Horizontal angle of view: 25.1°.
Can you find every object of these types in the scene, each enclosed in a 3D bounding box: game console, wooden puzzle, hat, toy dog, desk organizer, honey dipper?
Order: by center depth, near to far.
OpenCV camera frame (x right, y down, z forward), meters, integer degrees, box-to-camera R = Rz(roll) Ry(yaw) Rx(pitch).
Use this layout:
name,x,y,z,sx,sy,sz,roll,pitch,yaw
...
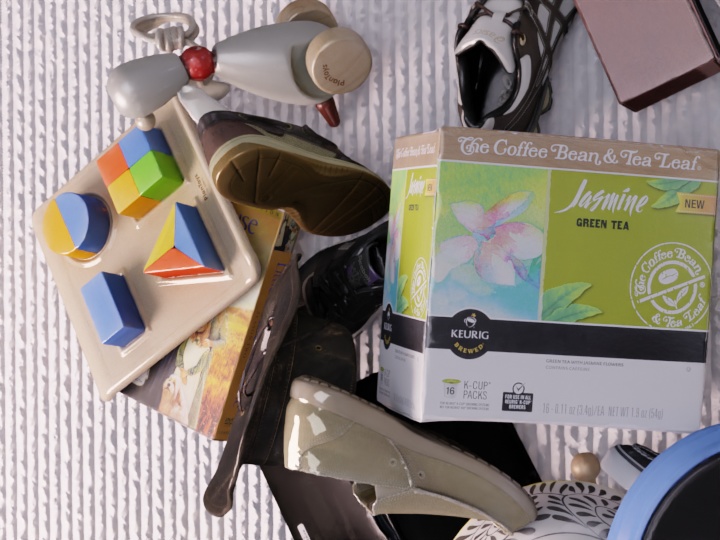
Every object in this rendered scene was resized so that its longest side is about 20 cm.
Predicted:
name,x,y,z,sx,sy,sz,roll,pitch,yaw
hat,-0.046,0.092,1.171,0.081,0.201,0.201,19,97,-9
desk organizer,0.189,-0.221,1.172,0.077,0.072,0.200,-25,83,17
honey dipper,0.185,0.234,1.198,0.038,0.038,0.200,-13,80,20
toy dog,-0.087,-0.140,1.254,0.200,0.132,0.096,-5,122,6
game console,0.038,0.182,1.261,0.176,0.116,0.200,-38,74,47
wooden puzzle,-0.185,-0.021,1.298,0.200,0.046,0.185,-40,63,27

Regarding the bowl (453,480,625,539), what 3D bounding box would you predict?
name,x,y,z,sx,sy,sz,roll,pitch,yaw
bowl,0.147,0.245,1.134,0.200,0.094,0.201,-1,80,4

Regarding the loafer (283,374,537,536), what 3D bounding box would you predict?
name,x,y,z,sx,sy,sz,roll,pitch,yaw
loafer,0.029,0.138,1.108,0.200,0.076,0.068,28,88,-16

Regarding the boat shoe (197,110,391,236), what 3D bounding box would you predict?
name,x,y,z,sx,sy,sz,roll,pitch,yaw
boat shoe,-0.045,-0.077,1.205,0.073,0.200,0.065,-38,62,19

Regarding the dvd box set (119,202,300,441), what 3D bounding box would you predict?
name,x,y,z,sx,sy,sz,roll,pitch,yaw
dvd box set,-0.131,0.019,1.303,0.146,0.029,0.200,23,98,35

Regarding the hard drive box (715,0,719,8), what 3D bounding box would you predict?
name,x,y,z,sx,sy,sz,roll,pitch,yaw
hard drive box,0.322,-0.255,1.110,0.200,0.077,0.156,-32,68,17

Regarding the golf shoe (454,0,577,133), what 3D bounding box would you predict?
name,x,y,z,sx,sy,sz,roll,pitch,yaw
golf shoe,0.115,-0.185,1.195,0.078,0.094,0.200,7,91,22

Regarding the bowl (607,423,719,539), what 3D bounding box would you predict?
name,x,y,z,sx,sy,sz,roll,pitch,yaw
bowl,0.262,0.201,1.073,0.200,0.039,0.201,0,93,-9

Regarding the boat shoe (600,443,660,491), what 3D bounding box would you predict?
name,x,y,z,sx,sy,sz,roll,pitch,yaw
boat shoe,0.270,0.160,1.142,0.200,0.072,0.068,26,98,15

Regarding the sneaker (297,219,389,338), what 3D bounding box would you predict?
name,x,y,z,sx,sy,sz,roll,pitch,yaw
sneaker,0.000,0.000,1.239,0.200,0.088,0.076,-30,79,19

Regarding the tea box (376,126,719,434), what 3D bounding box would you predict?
name,x,y,z,sx,sy,sz,roll,pitch,yaw
tea box,0.126,0.006,1.124,0.200,0.134,0.197,3,90,-12
